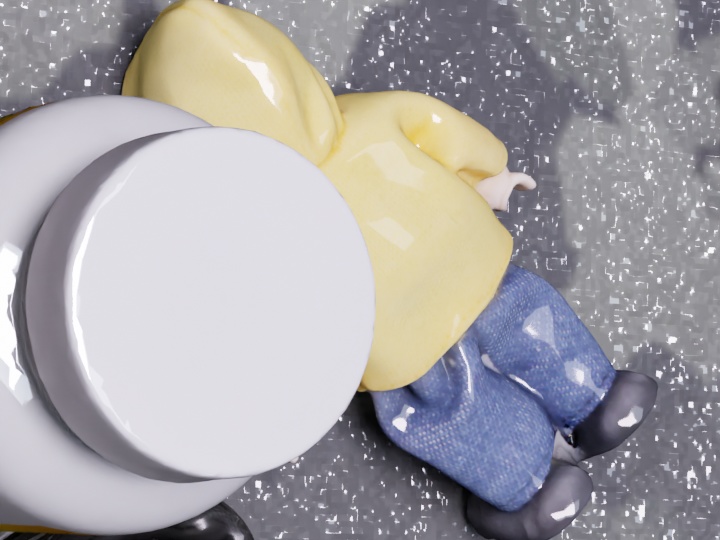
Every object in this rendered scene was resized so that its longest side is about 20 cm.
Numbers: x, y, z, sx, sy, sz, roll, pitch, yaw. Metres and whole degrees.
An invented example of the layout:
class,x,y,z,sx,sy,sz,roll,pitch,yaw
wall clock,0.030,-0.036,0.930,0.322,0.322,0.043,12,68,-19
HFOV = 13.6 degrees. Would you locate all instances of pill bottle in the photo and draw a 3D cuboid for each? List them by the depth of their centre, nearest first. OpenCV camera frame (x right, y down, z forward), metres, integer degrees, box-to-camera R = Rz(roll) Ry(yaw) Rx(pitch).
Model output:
class,x,y,z,sx,sy,sz,roll,pitch,yaw
pill bottle,-0.081,0.013,0.794,0.112,0.200,0.114,2,85,-29

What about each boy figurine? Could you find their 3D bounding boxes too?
class,x,y,z,sx,sy,sz,roll,pitch,yaw
boy figurine,0.000,0.000,0.921,0.200,0.064,0.125,43,67,-19

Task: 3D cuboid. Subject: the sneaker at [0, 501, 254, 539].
class,x,y,z,sx,sy,sz,roll,pitch,yaw
sneaker,-0.106,0.118,0.835,0.200,0.090,0.067,-37,104,-27
